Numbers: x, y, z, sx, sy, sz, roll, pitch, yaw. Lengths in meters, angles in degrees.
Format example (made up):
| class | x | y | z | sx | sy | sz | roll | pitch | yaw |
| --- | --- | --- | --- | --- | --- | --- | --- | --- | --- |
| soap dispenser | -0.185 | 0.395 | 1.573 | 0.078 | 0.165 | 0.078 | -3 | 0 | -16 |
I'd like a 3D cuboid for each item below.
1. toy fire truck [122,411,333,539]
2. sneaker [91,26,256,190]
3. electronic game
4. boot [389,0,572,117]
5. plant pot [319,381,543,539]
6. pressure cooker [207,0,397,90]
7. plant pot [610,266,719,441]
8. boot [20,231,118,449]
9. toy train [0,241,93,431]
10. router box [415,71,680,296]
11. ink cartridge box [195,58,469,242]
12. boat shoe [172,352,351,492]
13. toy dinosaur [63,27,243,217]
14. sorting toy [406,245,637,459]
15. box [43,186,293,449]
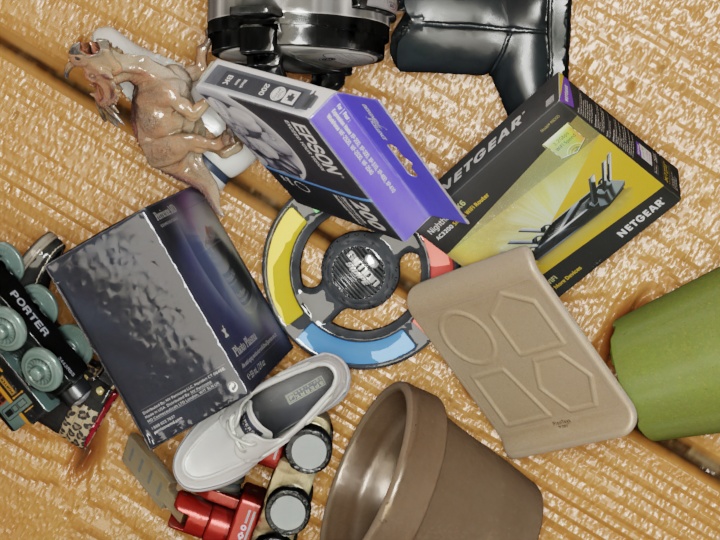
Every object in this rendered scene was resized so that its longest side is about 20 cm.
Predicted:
| class | x | y | z | sx | sy | sz | roll | pitch | yaw |
| --- | --- | --- | --- | --- | --- | --- | --- | --- | --- |
| toy fire truck | -0.141 | 0.196 | 1.642 | 0.199 | 0.129 | 0.177 | 19 | 97 | -3 |
| sneaker | -0.181 | -0.173 | 1.606 | 0.080 | 0.076 | 0.200 | -44 | 97 | 4 |
| electronic game | 0.000 | 0.000 | 1.617 | 0.199 | 0.042 | 0.201 | 1 | 99 | 8 |
| boot | 0.114 | -0.191 | 1.552 | 0.167 | 0.076 | 0.201 | 4 | 105 | 12 |
| plant pot | 0.077 | 0.232 | 1.584 | 0.174 | 0.200 | 0.201 | 24 | 103 | -13 |
| pressure cooker | -0.056 | -0.256 | 1.507 | 0.175 | 0.179 | 0.201 | 2 | 89 | -24 |
| plant pot | 0.342 | 0.077 | 1.521 | 0.189 | 0.200 | 0.201 | -20 | 96 | 24 |
| boot | -0.306 | 0.075 | 1.658 | 0.150 | 0.073 | 0.200 | 31 | 106 | 4 |
| toy train | -0.349 | 0.062 | 1.589 | 0.114 | 0.085 | 0.200 | -37 | 95 | 31 |
| router box | 0.172 | -0.066 | 1.519 | 0.157 | 0.052 | 0.200 | 35 | 124 | -20 |
| ink cartridge box | -0.024 | -0.102 | 1.466 | 0.200 | 0.198 | 0.043 | 18 | 70 | 38 |
| boat shoe | -0.100 | 0.141 | 1.548 | 0.200 | 0.065 | 0.074 | -39 | 82 | 5 |
| toy dinosaur | -0.189 | -0.142 | 1.536 | 0.135 | 0.086 | 0.201 | -16 | 111 | 4 |
| sorting toy | 0.153 | 0.079 | 1.546 | 0.185 | 0.036 | 0.200 | -21 | 105 | 51 |
| box | -0.178 | 0.037 | 1.568 | 0.123 | 0.200 | 0.199 | -30 | 94 | 12 |
